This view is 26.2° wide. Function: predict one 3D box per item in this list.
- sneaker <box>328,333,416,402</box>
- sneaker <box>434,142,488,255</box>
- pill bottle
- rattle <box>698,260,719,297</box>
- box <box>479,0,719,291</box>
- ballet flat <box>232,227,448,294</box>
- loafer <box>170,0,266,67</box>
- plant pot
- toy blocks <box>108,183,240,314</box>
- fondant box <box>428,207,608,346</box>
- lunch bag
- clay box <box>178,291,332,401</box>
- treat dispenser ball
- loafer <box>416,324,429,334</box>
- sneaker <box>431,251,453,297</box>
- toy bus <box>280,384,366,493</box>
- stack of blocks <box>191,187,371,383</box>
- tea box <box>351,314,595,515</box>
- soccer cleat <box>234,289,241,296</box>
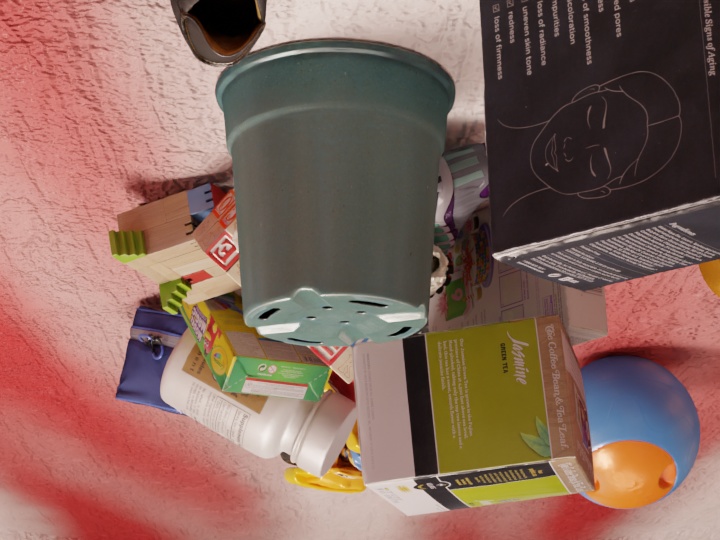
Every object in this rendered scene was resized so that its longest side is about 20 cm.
[{"bbox_3d":[0.017,0.102,1.656,0.199,0.078,0.116,24,155,49],"label":"sneaker"},{"bbox_3d":[0.095,-0.066,1.410,0.087,0.075,0.200,-20,171,-3],"label":"sneaker"},{"bbox_3d":[-0.107,0.137,1.678,0.199,0.115,0.114,28,166,11],"label":"pill bottle"},{"bbox_3d":[0.236,-0.060,1.322,0.199,0.145,0.129,9,179,-45],"label":"rattle"},{"bbox_3d":[0.196,-0.110,1.057,0.195,0.202,0.123,-15,159,40],"label":"box"},{"bbox_3d":[-0.011,-0.023,1.363,0.198,0.073,0.072,12,160,-14],"label":"ballet flat"},{"bbox_3d":[-0.096,-0.179,1.050,0.072,0.073,0.200,0,163,-4],"label":"loafer"},{"bbox_3d":[-0.019,-0.052,1.241,0.198,0.198,0.200,-1,162,0],"label":"plant pot"},{"bbox_3d":[-0.141,-0.029,1.505,0.135,0.101,0.200,-18,159,14],"label":"toy blocks"},{"bbox_3d":[0.148,0.011,1.516,0.058,0.146,0.199,11,159,-38],"label":"fondant box"},{"bbox_3d":[-0.192,0.108,1.839,0.135,0.134,0.199,7,170,37],"label":"lunch bag"},{"bbox_3d":[-0.118,0.060,1.623,0.114,0.048,0.200,9,-156,-28],"label":"clay box"},{"bbox_3d":[0.349,0.214,2.049,0.198,0.203,0.201,0,162,0],"label":"treat dispenser ball"},{"bbox_3d":[0.096,0.016,1.671,0.198,0.072,0.073,-20,137,15],"label":"loafer"},{"bbox_3d":[0.000,0.000,1.559,0.198,0.083,0.078,-11,123,12],"label":"sneaker"},{"bbox_3d":[0.008,0.172,1.852,0.135,0.203,0.191,13,173,-34],"label":"toy bus"},{"bbox_3d":[-0.045,-0.005,1.441,0.200,0.115,0.059,43,-179,-26],"label":"stack of blocks"},{"bbox_3d":[0.111,0.141,1.444,0.194,0.135,0.200,-8,162,11],"label":"tea box"},{"bbox_3d":[-0.049,0.010,1.643,0.197,0.070,0.078,4,179,-4],"label":"soccer cleat"}]
